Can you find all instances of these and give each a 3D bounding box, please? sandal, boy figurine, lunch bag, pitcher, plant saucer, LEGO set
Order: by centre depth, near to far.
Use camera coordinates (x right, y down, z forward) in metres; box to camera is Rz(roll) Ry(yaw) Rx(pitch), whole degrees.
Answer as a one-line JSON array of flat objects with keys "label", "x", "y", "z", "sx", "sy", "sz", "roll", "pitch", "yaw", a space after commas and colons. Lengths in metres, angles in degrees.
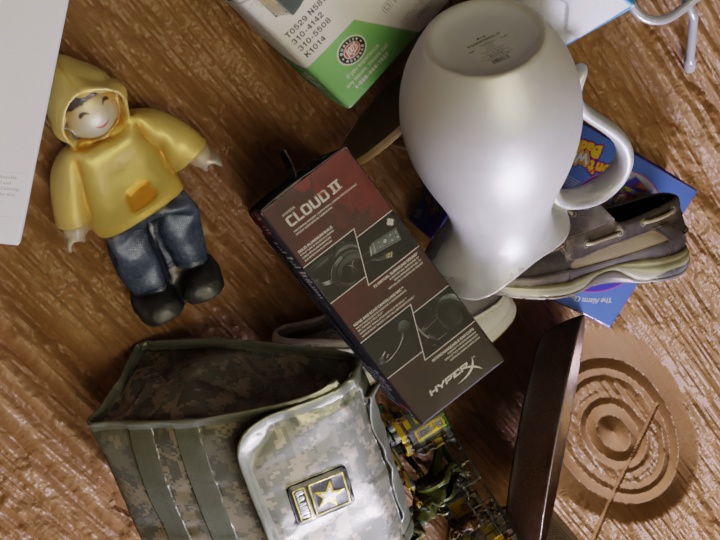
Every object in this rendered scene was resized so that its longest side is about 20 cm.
[{"label": "pitcher", "x": 0.113, "y": -0.094, "z": 1.058, "sx": 0.171, "sy": 0.121, "sz": 0.200, "roll": -28, "pitch": 140, "yaw": -14}, {"label": "boy figurine", "x": -0.156, "y": -0.063, "z": 1.064, "sx": 0.124, "sy": 0.064, "sz": 0.200, "roll": -25, "pitch": 125, "yaw": -9}, {"label": "lunch bag", "x": -0.069, "y": 0.141, "z": 1.120, "sx": 0.199, "sy": 0.118, "sz": 0.164, "roll": -4, "pitch": 124, "yaw": 21}, {"label": "sandal", "x": 0.078, "y": -0.137, "z": 1.126, "sx": 0.070, "sy": 0.078, "sz": 0.212, "roll": 40, "pitch": 88, "yaw": -25}, {"label": "LEGO set", "x": 0.045, "y": 0.203, "z": 1.211, "sx": 0.116, "sy": 0.154, "sz": 0.200, "roll": -30, "pitch": 84, "yaw": -9}, {"label": "plant saucer", "x": 0.147, "y": 0.131, "z": 1.234, "sx": 0.034, "sy": 0.200, "sz": 0.201, "roll": 11, "pitch": 114, "yaw": 12}]

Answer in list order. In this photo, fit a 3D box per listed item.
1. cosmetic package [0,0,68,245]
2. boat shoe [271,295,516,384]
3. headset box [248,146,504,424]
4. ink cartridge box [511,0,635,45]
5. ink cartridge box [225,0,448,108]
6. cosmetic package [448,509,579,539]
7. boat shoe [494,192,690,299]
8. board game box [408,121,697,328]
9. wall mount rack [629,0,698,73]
[{"label": "cosmetic package", "x": -0.254, "y": -0.125, "z": 0.975, "sx": 0.107, "sy": 0.085, "sz": 0.201, "roll": 7, "pitch": 110, "yaw": -28}, {"label": "boat shoe", "x": 0.027, "y": 0.041, "z": 1.192, "sx": 0.199, "sy": 0.071, "sz": 0.069, "roll": -20, "pitch": 122, "yaw": -14}, {"label": "headset box", "x": 0.000, "y": 0.000, "z": 1.083, "sx": 0.077, "sy": 0.149, "sz": 0.200, "roll": -36, "pitch": 95, "yaw": -5}, {"label": "ink cartridge box", "x": 0.125, "y": -0.269, "z": 1.056, "sx": 0.116, "sy": 0.201, "sz": 0.068, "roll": 28, "pitch": 143, "yaw": -33}, {"label": "ink cartridge box", "x": -0.038, "y": -0.230, "z": 1.025, "sx": 0.146, "sy": 0.084, "sz": 0.200, "roll": -48, "pitch": 124, "yaw": 2}, {"label": "cosmetic package", "x": 0.157, "y": 0.291, "z": 1.295, "sx": 0.103, "sy": 0.200, "sz": 0.088, "roll": -4, "pitch": 117, "yaw": -22}, {"label": "boat shoe", "x": 0.162, "y": -0.025, "z": 1.178, "sx": 0.199, "sy": 0.074, "sz": 0.074, "roll": -8, "pitch": 105, "yaw": -27}, {"label": "board game box", "x": 0.154, "y": -0.052, "z": 1.223, "sx": 0.200, "sy": 0.045, "sz": 0.135, "roll": 25, "pitch": 101, "yaw": -32}, {"label": "wall mount rack", "x": 0.278, "y": -0.246, "z": 1.175, "sx": 0.200, "sy": 0.075, "sz": 0.174, "roll": -39, "pitch": 120, "yaw": -3}]
